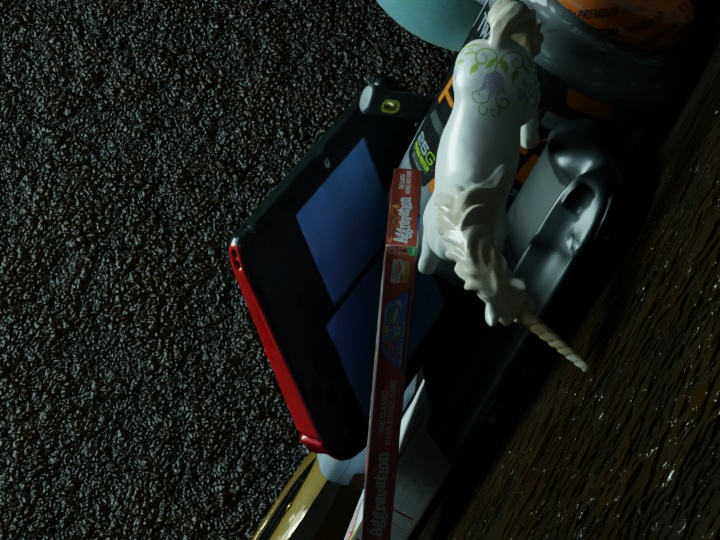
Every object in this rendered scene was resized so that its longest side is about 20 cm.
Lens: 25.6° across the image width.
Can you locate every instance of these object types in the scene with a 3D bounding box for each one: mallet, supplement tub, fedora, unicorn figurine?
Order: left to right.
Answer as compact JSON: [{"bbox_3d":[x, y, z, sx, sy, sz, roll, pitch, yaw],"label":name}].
[{"bbox_3d":[-0.043,0.233,1.346,0.201,0.082,0.201,-57,3,4],"label":"fedora"},{"bbox_3d":[0.063,-0.042,0.787,0.137,0.073,0.201,71,-165,-82],"label":"unicorn figurine"},{"bbox_3d":[0.090,-0.105,1.031,0.066,0.199,0.041,-62,39,18],"label":"mallet"},{"bbox_3d":[0.106,-0.091,0.938,0.201,0.122,0.123,-62,0,31],"label":"supplement tub"}]

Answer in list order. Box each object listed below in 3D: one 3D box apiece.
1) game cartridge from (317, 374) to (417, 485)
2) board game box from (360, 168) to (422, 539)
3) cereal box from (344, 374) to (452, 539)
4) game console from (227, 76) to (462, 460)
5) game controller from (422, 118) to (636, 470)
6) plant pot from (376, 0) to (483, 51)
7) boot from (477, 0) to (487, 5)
[{"bbox_3d":[0.008,0.040,1.163,0.201,0.041,0.133,-88,16,-46],"label":"game cartridge"},{"bbox_3d":[0.017,0.054,0.906,0.103,0.019,0.201,-86,0,-64],"label":"board game box"},{"bbox_3d":[0.053,0.096,1.054,0.201,0.039,0.144,-62,0,31],"label":"cereal box"},{"bbox_3d":[0.000,0.000,0.999,0.200,0.031,0.178,-52,-45,-42],"label":"game console"},{"bbox_3d":[0.088,0.014,0.871,0.105,0.042,0.200,-89,24,-56],"label":"game controller"},{"bbox_3d":[0.094,-0.278,1.159,0.201,0.199,0.135,-62,-6,-13],"label":"plant pot"},{"bbox_3d":[0.132,-0.216,1.009,0.096,0.074,0.200,-47,-9,26],"label":"boot"}]
